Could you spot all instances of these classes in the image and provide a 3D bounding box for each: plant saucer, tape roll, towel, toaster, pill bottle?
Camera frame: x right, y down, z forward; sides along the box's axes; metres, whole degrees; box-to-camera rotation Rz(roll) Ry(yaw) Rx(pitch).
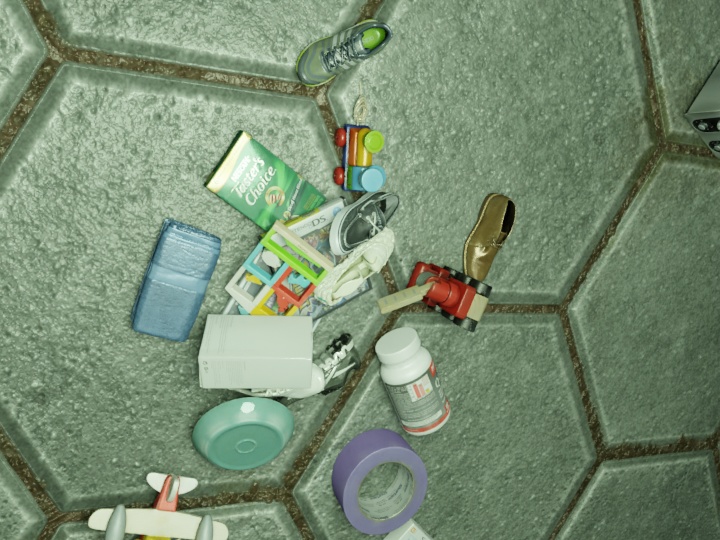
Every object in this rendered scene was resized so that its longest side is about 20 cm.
[{"bbox_3d":[-0.220,0.323,1.114,0.195,0.036,0.204,-9,129,-11],"label":"plant saucer"},{"bbox_3d":[0.041,0.457,1.266,0.195,0.085,0.206,-5,104,-21],"label":"tape roll"},{"bbox_3d":[-0.328,0.020,1.040,0.110,0.048,0.204,20,94,-24],"label":"towel"},{"bbox_3d":[0.904,-0.393,1.390,0.180,0.118,0.202,35,88,-25],"label":"toaster"},{"bbox_3d":[0.108,0.231,1.222,0.114,0.116,0.204,-28,111,-13],"label":"pill bottle"}]

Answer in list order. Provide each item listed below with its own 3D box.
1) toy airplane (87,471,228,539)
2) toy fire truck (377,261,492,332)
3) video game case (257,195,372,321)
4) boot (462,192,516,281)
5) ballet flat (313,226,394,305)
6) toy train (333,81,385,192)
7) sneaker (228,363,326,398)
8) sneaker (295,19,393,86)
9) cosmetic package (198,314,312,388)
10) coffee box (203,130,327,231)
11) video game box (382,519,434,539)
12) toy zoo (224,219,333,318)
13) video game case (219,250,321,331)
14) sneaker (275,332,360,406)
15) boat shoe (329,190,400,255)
[{"bbox_3d":[-0.368,0.481,1.079,0.197,0.141,0.203,-28,110,-13],"label":"toy airplane"},{"bbox_3d":[0.129,0.043,1.155,0.197,0.176,0.131,22,95,-24],"label":"toy fire truck"},{"bbox_3d":[-0.079,-0.012,1.106,0.178,0.025,0.204,-27,118,-18],"label":"video game case"},{"bbox_3d":[0.275,-0.062,1.244,0.072,0.075,0.205,12,99,-25],"label":"boot"},{"bbox_3d":[0.000,0.000,1.101,0.199,0.072,0.072,-40,113,-11],"label":"ballet flat"},{"bbox_3d":[0.008,-0.245,1.073,0.083,0.115,0.206,-1,103,-21],"label":"toy train"},{"bbox_3d":[-0.161,0.211,1.087,0.195,0.087,0.077,-2,96,10],"label":"sneaker"},{"bbox_3d":[-0.028,-0.396,1.043,0.198,0.081,0.075,-35,112,-11],"label":"sneaker"},{"bbox_3d":[-0.182,0.145,1.045,0.194,0.114,0.083,4,127,-5],"label":"cosmetic package"},{"bbox_3d":[-0.172,-0.144,1.064,0.199,0.044,0.124,38,87,-25],"label":"coffee box"},{"bbox_3d":[0.101,0.704,1.369,0.200,0.047,0.183,-45,111,-6],"label":"video game box"},{"bbox_3d":[-0.156,0.021,1.054,0.130,0.021,0.200,36,117,-14],"label":"toy zoo"},{"bbox_3d":[-0.163,0.074,1.131,0.180,0.023,0.203,31,90,-25],"label":"video game case"},{"bbox_3d":[-0.076,0.222,1.175,0.199,0.066,0.091,-38,110,-12],"label":"sneaker"},{"bbox_3d":[0.014,-0.092,1.081,0.200,0.066,0.073,-43,126,-48],"label":"boat shoe"}]
